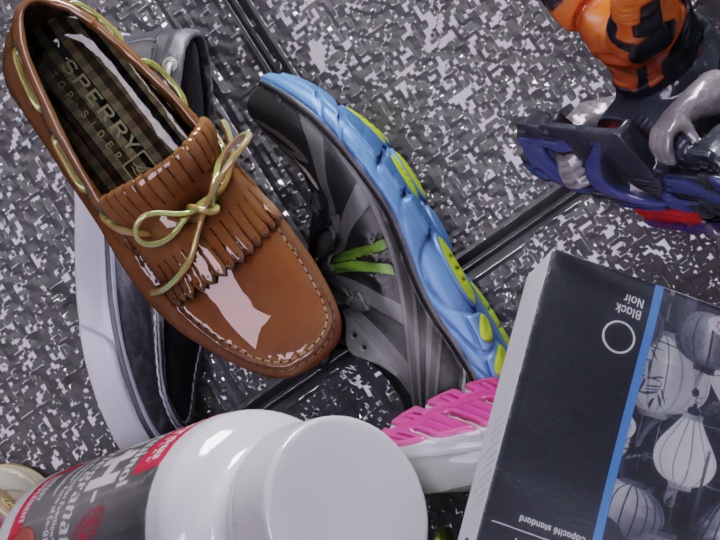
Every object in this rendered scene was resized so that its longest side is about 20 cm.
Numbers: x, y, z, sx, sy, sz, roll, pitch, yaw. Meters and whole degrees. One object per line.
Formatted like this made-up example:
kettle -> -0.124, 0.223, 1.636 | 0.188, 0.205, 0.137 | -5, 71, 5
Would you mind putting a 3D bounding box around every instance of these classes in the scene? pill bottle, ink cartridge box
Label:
pill bottle -> -0.063, 0.120, 1.210 | 0.200, 0.111, 0.111 | -21, 82, 50
ink cartridge box -> 0.092, 0.098, 1.125 | 0.099, 0.039, 0.200 | 19, 67, -8

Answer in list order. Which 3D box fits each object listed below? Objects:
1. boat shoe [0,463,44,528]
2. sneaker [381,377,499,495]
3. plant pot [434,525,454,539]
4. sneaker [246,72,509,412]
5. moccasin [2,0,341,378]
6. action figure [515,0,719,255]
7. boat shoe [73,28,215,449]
boat shoe -> -0.135, 0.179, 1.316 | 0.074, 0.069, 0.200 | -41, 78, 14
sneaker -> 0.105, 0.094, 1.208 | 0.200, 0.081, 0.088 | 2, 99, -7
plant pot -> 0.108, 0.220, 1.189 | 0.190, 0.200, 0.200 | 9, 92, 6
sneaker -> 0.000, 0.000, 1.272 | 0.083, 0.071, 0.200 | -30, 84, 10
moccasin -> -0.081, -0.039, 1.235 | 0.074, 0.078, 0.201 | -33, 79, -7
action figure -> 0.140, -0.086, 1.184 | 0.105, 0.194, 0.200 | -39, 32, -21
boat shoe -> -0.086, -0.011, 1.305 | 0.068, 0.072, 0.200 | -7, 80, 20
